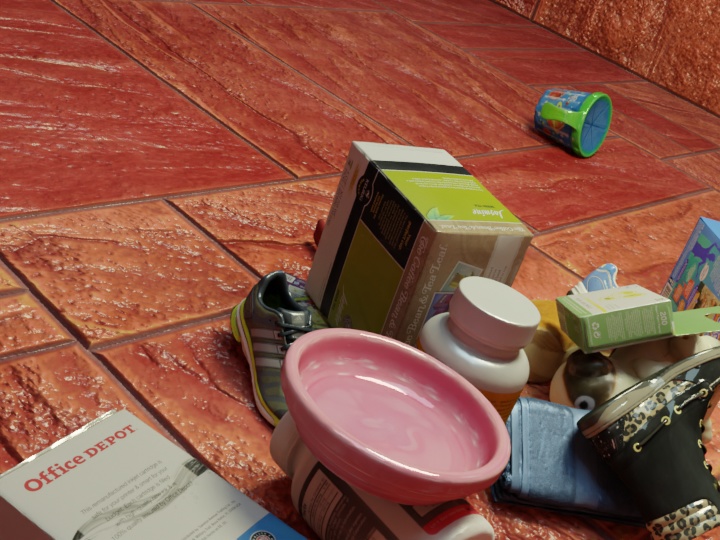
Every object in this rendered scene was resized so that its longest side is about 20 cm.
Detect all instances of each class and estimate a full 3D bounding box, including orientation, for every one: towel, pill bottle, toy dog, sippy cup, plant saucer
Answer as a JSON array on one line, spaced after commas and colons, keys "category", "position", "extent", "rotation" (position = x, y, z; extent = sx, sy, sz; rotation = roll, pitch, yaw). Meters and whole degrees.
[{"category": "towel", "position": [0.230, 0.197, 1.023], "extent": [0.198, 0.049, 0.113], "rotation": [11, 63, -10]}, {"category": "pill bottle", "position": [0.010, 0.196, 0.851], "extent": [0.110, 0.112, 0.200], "rotation": [-9, 39, -43]}, {"category": "toy dog", "position": [0.311, 0.128, 1.141], "extent": [0.198, 0.140, 0.195], "rotation": [-12, 56, -30]}, {"category": "sippy cup", "position": [0.443, -0.323, 2.105], "extent": [0.130, 0.178, 0.140], "rotation": [26, 69, 35]}, {"category": "pill bottle", "position": [0.094, 0.112, 0.955], "extent": [0.112, 0.202, 0.113], "rotation": [18, 23, -8]}, {"category": "plant saucer", "position": [0.024, 0.123, 0.814], "extent": [0.199, 0.051, 0.201], "rotation": [21, 22, -9]}]

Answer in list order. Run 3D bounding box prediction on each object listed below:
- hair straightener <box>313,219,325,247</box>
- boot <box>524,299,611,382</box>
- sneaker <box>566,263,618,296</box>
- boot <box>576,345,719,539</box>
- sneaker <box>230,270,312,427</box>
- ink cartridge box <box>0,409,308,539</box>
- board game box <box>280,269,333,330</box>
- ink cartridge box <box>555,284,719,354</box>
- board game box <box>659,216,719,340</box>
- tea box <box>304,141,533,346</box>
[{"category": "hair straightener", "position": [0.000, 0.000, 1.285], "extent": [0.076, 0.041, 0.200], "rotation": [6, 30, -25]}, {"category": "boot", "position": [0.225, 0.080, 1.272], "extent": [0.199, 0.071, 0.144], "rotation": [14, 22, -23]}, {"category": "sneaker", "position": [0.367, 0.074, 1.308], "extent": [0.200, 0.077, 0.076], "rotation": [41, 6, -5]}, {"category": "boot", "position": [0.334, 0.173, 0.998], "extent": [0.202, 0.074, 0.155], "rotation": [-23, 75, -18]}, {"category": "sneaker", "position": [-0.076, 0.084, 1.017], "extent": [0.073, 0.081, 0.201], "rotation": [-4, 47, -35]}, {"category": "ink cartridge box", "position": [-0.160, 0.209, 0.739], "extent": [0.199, 0.085, 0.144], "rotation": [31, 28, 19]}, {"category": "board game box", "position": [-0.028, 0.070, 1.151], "extent": [0.198, 0.033, 0.120], "rotation": [23, 24, 7]}, {"category": "ink cartridge box", "position": [0.334, 0.046, 1.130], "extent": [0.198, 0.049, 0.146], "rotation": [-11, 6, 2]}, {"category": "board game box", "position": [0.517, 0.036, 1.446], "extent": [0.045, 0.153, 0.201], "rotation": [13, 28, -14]}, {"category": "tea box", "position": [0.056, -0.008, 1.101], "extent": [0.132, 0.201, 0.197], "rotation": [1, 34, -32]}]
